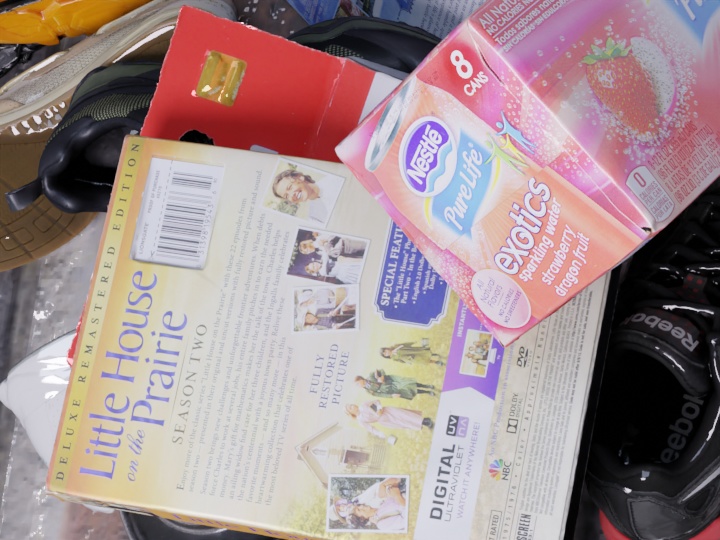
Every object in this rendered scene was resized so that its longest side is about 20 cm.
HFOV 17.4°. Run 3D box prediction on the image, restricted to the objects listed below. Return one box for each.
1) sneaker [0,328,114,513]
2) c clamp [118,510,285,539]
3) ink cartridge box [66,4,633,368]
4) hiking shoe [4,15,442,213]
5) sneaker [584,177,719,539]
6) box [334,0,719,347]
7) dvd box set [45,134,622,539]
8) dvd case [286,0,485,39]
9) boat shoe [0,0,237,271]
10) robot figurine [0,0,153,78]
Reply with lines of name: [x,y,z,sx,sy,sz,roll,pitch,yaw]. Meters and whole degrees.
sneaker: [-0.053,0.032,0.999,0.200,0.070,0.080,-32,83,10]
c clamp: [-0.034,0.038,1.034,0.200,0.027,0.171,-34,65,8]
ink cartridge box: [0.000,0.000,0.938,0.200,0.050,0.161,18,98,-9]
hiking shoe: [-0.048,-0.049,0.990,0.200,0.076,0.101,-8,29,26]
sneaker: [0.139,0.017,0.920,0.071,0.098,0.201,17,78,30]
box: [0.101,-0.077,0.832,0.095,0.103,0.200,49,54,0]
dvd box set: [-0.009,0.032,0.888,0.200,0.029,0.147,7,76,14]
dvd case: [0.034,-0.124,1.010,0.018,0.143,0.200,-18,53,-33]
boat shoe: [-0.139,-0.065,1.100,0.200,0.072,0.065,-33,25,16]
robot figurine: [-0.162,-0.147,1.097,0.200,0.145,0.058,-13,62,9]
